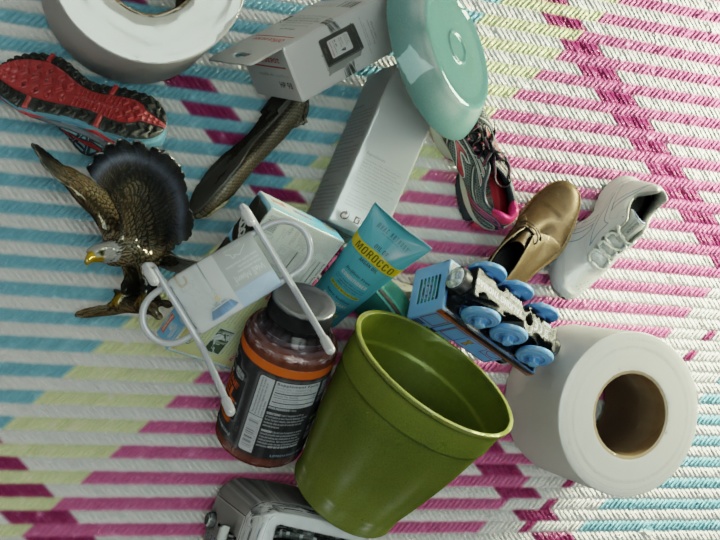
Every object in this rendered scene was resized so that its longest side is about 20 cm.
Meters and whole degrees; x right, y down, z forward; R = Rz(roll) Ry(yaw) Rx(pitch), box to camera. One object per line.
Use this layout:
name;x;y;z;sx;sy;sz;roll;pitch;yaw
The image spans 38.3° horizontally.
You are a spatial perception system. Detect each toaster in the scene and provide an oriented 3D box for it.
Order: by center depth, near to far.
toaster;-0.075;0.313;1.182;0.200;0.129;0.114;19;85;-19

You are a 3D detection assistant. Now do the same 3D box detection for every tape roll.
tape roll;-0.232;-0.308;1.099;0.203;0.139;0.203;0;91;-21
tape roll;0.302;0.172;1.310;0.203;0.139;0.203;0;91;-19

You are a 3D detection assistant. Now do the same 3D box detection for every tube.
tube;0.000;0.000;1.163;0.077;0.200;0.050;36;48;-7

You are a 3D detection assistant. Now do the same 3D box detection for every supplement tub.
supplement tub;-0.088;0.112;1.142;0.107;0.107;0.200;9;120;-20

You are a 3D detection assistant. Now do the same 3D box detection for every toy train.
toy train;0.152;0.057;1.236;0.200;0.114;0.087;34;56;-35

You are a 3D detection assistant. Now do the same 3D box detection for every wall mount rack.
wall mount rack;-0.123;0.037;1.044;0.200;0.075;0.174;-32;92;-1

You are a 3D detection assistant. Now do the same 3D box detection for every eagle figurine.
eagle figurine;-0.252;-0.047;1.098;0.152;0.151;0.200;-10;102;-9

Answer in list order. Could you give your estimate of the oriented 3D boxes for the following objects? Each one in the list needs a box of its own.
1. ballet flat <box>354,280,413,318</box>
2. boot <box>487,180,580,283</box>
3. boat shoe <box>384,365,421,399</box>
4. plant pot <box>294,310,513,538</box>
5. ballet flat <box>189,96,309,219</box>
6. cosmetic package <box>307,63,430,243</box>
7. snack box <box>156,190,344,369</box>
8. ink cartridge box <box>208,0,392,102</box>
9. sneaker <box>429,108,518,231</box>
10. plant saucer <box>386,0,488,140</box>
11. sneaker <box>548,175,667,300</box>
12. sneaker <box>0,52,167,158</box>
ballet flat;0.052;0.059;1.265;0.200;0.067;0.070;51;51;-14
boot;0.216;-0.040;1.301;0.074;0.075;0.200;35;76;14
boat shoe;0.047;0.183;1.261;0.086;0.075;0.202;-41;111;-4
plant pot;0.028;0.180;1.133;0.200;0.200;0.193;29;110;-18
ballet flat;-0.124;-0.131;1.195;0.046;0.067;0.200;47;71;-32
cosmetic package;0.015;-0.133;1.221;0.071;0.101;0.200;25;83;-19
snack box;-0.121;0.018;1.145;0.116;0.037;0.200;25;109;-44
ink cartridge box;-0.056;-0.249;1.172;0.200;0.116;0.067;-33;118;-21
sneaker;0.147;-0.147;1.282;0.081;0.075;0.200;-25;98;-17
plant saucer;0.097;-0.249;1.180;0.200;0.036;0.200;31;52;-50
sneaker;0.317;-0.046;1.339;0.075;0.087;0.200;41;79;-18
sneaker;-0.306;-0.159;1.115;0.200;0.096;0.079;24;55;5
